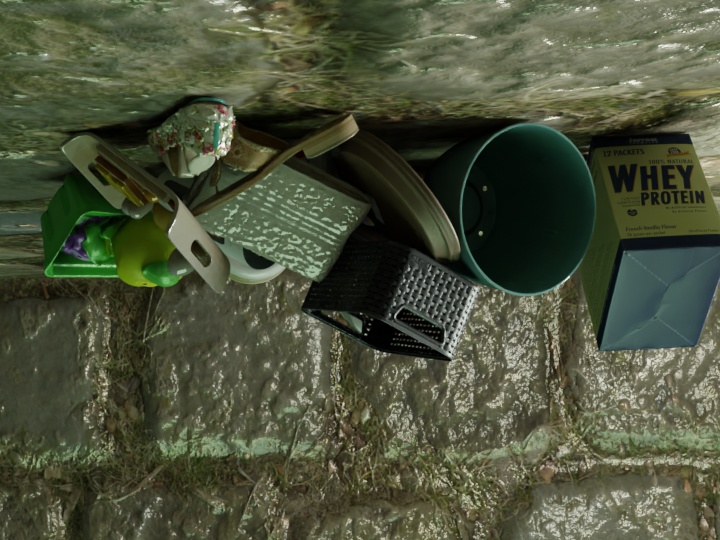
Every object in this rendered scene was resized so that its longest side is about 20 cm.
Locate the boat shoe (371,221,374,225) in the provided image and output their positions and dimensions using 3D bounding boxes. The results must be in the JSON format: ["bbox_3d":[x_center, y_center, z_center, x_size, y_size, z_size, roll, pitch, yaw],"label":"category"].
[{"bbox_3d":[0.042,-0.084,1.489,0.061,0.073,0.201,-21,132,12],"label":"boat shoe"}]

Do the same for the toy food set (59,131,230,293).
[{"bbox_3d":[-0.240,-0.062,1.248,0.199,0.061,0.144,35,168,30],"label":"toy food set"}]

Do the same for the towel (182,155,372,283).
[{"bbox_3d":[-0.101,-0.075,1.318,0.199,0.133,0.035,26,-148,-14],"label":"towel"}]

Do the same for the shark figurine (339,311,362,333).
[{"bbox_3d":[-0.002,0.020,1.510,0.089,0.216,0.128,-23,178,43],"label":"shark figurine"}]

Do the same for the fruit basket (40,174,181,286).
[{"bbox_3d":[-0.318,-0.031,1.552,0.215,0.216,0.156,1,140,-49],"label":"fruit basket"}]

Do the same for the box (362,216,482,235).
[{"bbox_3d":[0.090,-0.059,1.662,0.175,0.097,0.200,-30,175,19],"label":"box"}]

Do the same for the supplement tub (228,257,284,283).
[{"bbox_3d":[-0.171,-0.054,1.775,0.143,0.146,0.200,-3,176,-7],"label":"supplement tub"}]

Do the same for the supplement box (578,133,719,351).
[{"bbox_3d":[0.369,-0.036,1.463,0.133,0.201,0.201,-3,138,-2],"label":"supplement box"}]

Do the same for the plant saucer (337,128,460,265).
[{"bbox_3d":[0.039,-0.079,1.310,0.029,0.200,0.200,-41,-175,-12],"label":"plant saucer"}]

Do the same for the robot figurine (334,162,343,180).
[{"bbox_3d":[-0.061,-0.115,1.561,0.198,0.059,0.145,-4,176,-2],"label":"robot figurine"}]

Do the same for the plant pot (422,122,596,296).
[{"bbox_3d":[0.161,-0.075,1.383,0.199,0.203,0.161,-1,-177,-29],"label":"plant pot"}]

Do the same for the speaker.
[{"bbox_3d":[-0.182,-0.069,1.447,0.199,0.082,0.081,26,-164,39],"label":"speaker"}]

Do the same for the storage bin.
[{"bbox_3d":[0.033,0.035,1.360,0.135,0.094,0.200,29,166,-25],"label":"storage bin"}]

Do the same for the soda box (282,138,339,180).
[{"bbox_3d":[-0.060,-0.096,1.420,0.068,0.064,0.200,-5,159,7],"label":"soda box"}]

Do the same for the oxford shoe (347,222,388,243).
[{"bbox_3d":[0.041,-0.044,1.446,0.199,0.085,0.072,17,173,-34],"label":"oxford shoe"}]

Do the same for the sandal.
[{"bbox_3d":[-0.109,-0.136,1.223,0.210,0.070,0.078,-25,-166,13],"label":"sandal"}]

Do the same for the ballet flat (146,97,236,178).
[{"bbox_3d":[-0.181,-0.131,1.177,0.075,0.065,0.200,-3,177,-19],"label":"ballet flat"}]
